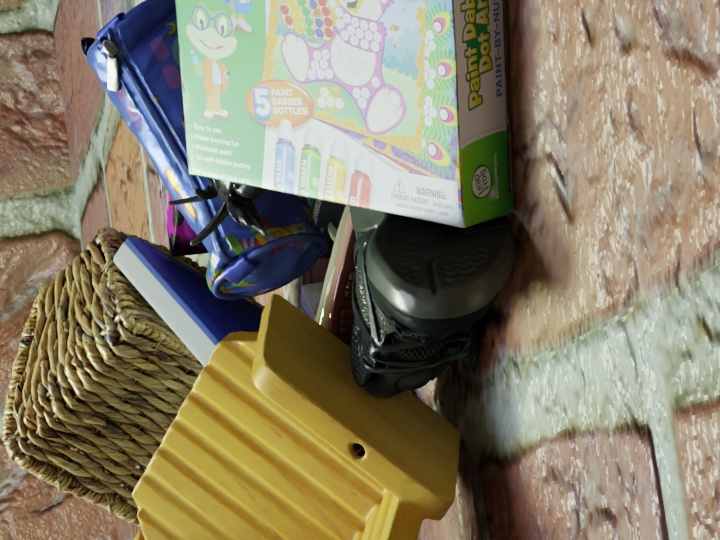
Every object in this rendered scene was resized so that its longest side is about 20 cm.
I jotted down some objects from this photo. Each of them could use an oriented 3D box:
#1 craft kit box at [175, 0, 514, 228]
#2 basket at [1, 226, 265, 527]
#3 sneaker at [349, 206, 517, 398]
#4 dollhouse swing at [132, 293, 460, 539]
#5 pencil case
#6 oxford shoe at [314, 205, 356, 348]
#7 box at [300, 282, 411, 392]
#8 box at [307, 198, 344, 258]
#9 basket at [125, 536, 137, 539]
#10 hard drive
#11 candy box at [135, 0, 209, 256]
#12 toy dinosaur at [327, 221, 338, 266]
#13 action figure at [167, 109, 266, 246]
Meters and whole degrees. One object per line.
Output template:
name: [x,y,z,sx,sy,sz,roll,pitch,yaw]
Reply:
craft kit box: [-0.013,-0.133,1.235,0.199,0.048,0.199,11,109,42]
basket: [-0.149,0.080,1.768,0.149,0.199,0.143,-48,35,19]
sneaker: [0.036,0.020,1.254,0.199,0.076,0.115,-126,29,-73]
dollhouse swing: [-0.062,0.162,1.310,0.201,0.181,0.176,-59,-10,31]
pencil case: [-0.097,-0.079,1.524,0.078,0.087,0.201,-39,73,36]
oxford shoe: [-0.007,0.031,1.391,0.074,0.070,0.201,31,115,53]
box: [0.002,0.069,1.524,0.200,0.038,0.042,-116,22,-58]
box: [-0.043,-0.118,1.610,0.200,0.051,0.159,107,155,-63]
basket: [-0.080,0.238,1.610,0.200,0.197,0.162,126,125,-72]
hard drive: [-0.076,0.049,1.628,0.025,0.132,0.200,-56,32,5]
candy box: [-0.110,-0.124,1.652,0.136,0.061,0.201,113,149,-75]
toy dinosaur: [0.000,0.000,1.484,0.200,0.047,0.089,141,138,-78]
action figure: [-0.035,-0.097,1.428,0.201,0.102,0.119,-59,39,33]
